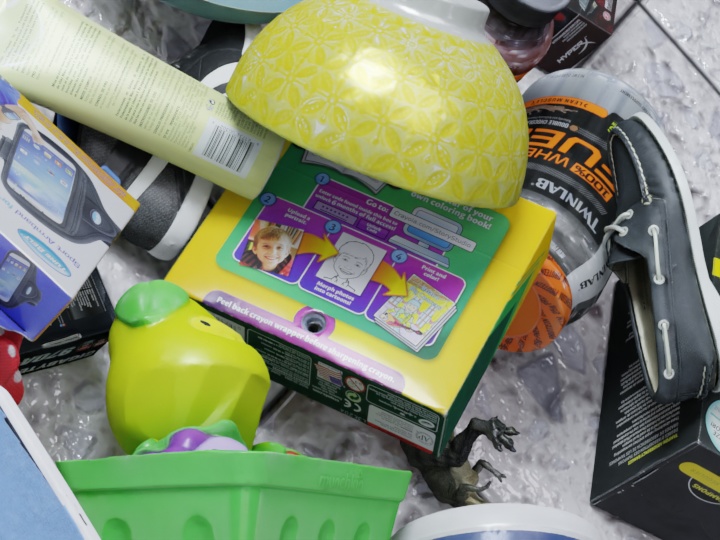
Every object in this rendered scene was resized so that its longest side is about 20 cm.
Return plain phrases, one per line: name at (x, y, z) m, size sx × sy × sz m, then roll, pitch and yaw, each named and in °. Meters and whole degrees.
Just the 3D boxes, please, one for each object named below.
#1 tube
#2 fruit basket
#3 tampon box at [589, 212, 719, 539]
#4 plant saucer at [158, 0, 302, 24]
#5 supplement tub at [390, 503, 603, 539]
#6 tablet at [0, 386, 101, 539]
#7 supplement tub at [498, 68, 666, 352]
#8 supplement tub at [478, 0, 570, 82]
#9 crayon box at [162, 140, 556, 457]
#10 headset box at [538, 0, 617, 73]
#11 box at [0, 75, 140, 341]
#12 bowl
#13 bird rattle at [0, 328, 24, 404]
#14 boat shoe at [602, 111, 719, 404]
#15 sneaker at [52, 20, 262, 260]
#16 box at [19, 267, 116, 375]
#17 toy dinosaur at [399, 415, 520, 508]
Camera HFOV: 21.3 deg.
tube at (-0.143, -0.110, 1.184) m, size 0.199 × 0.052 × 0.058 m, roll 26°, pitch 27°, yaw -14°
fruit basket at (-0.077, 0.102, 1.098) m, size 0.215 × 0.154 × 0.217 m, roll 19°, pitch 69°, yaw -62°
tampon box at (0.270, 0.092, 1.388) m, size 0.149 × 0.126 × 0.201 m, roll 27°, pitch 53°, yaw -20°
plant saucer at (-0.110, -0.228, 1.323) m, size 0.199 × 0.028 × 0.201 m, roll 17°, pitch 36°, yaw -12°
supplement tub at (0.086, 0.257, 1.155) m, size 0.144 × 0.145 × 0.201 m, roll 14°, pitch 58°, yaw -28°
tablet at (-0.227, 0.163, 0.972) m, size 0.131 × 0.199 × 0.014 m, roll 57°, pitch 11°, yaw 6°
supplement tub at (0.135, -0.043, 1.370) m, size 0.122 × 0.122 × 0.200 m, roll 41°, pitch 49°, yaw -10°
supplement tub at (0.062, -0.160, 1.331) m, size 0.106 × 0.200 × 0.108 m, roll 16°, pitch 57°, yaw -26°
crayon box at (0.000, 0.000, 1.225) m, size 0.199 × 0.058 × 0.173 m, roll 24°, pitch 56°, yaw 13°
headset box at (0.108, -0.268, 1.507) m, size 0.199 × 0.075 × 0.149 m, roll 28°, pitch 53°, yaw -20°
box at (-0.195, -0.037, 1.063) m, size 0.119 × 0.041 × 0.200 m, roll 43°, pitch 15°, yaw -9°
bowl at (0.025, -0.127, 1.198) m, size 0.199 × 0.108 × 0.200 m, roll 20°, pitch 14°, yaw -5°
bird rattle at (-0.241, 0.112, 1.014) m, size 0.162 × 0.113 × 0.201 m, roll -19°, pitch 94°, yaw -6°
boat shoe at (0.195, -0.009, 1.284) m, size 0.060 × 0.076 × 0.201 m, roll -13°, pitch 70°, yaw -10°
sneaker at (-0.136, -0.114, 1.250) m, size 0.111 × 0.073 × 0.201 m, roll 29°, pitch 53°, yaw -19°
box at (-0.251, -0.029, 1.140) m, size 0.158 × 0.046 × 0.201 m, roll -15°, pitch 75°, yaw -40°
toy dinosaur at (0.053, 0.100, 1.256) m, size 0.200 × 0.088 × 0.047 m, roll 50°, pitch 38°, yaw -3°
